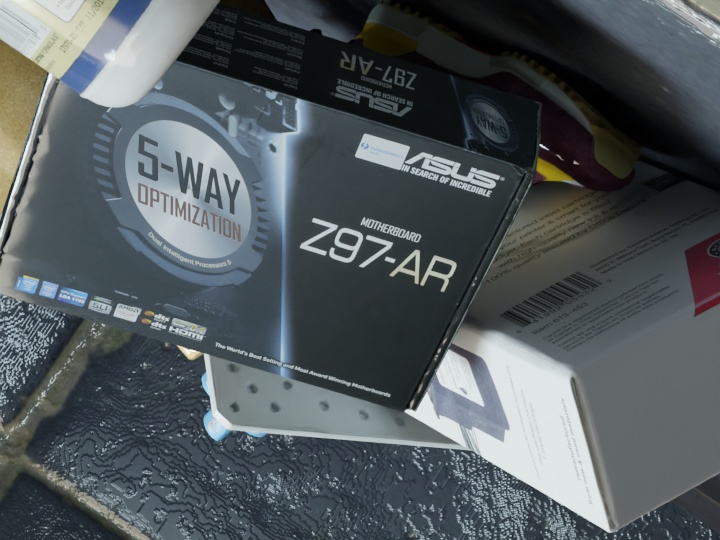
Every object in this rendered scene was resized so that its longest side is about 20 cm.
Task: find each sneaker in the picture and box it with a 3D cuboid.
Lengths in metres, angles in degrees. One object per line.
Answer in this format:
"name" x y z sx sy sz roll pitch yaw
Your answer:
"sneaker" 0.049 -0.057 1.307 0.075 0.090 0.200 37 176 -36

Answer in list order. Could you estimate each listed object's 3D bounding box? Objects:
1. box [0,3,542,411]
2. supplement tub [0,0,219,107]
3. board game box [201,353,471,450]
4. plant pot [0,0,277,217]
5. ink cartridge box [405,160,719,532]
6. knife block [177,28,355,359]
"box" -0.043 -0.031 1.174 0.199 0.044 0.160 17 135 -9
"supplement tub" -0.128 -0.169 1.025 0.200 0.145 0.144 35 176 -10
"board game box" 0.000 0.000 1.397 0.199 0.201 0.026 7 148 -29
"plant pot" -0.101 -0.077 1.276 0.200 0.187 0.186 42 174 -14
"ink cartridge box" 0.107 0.024 1.276 0.200 0.144 0.085 27 139 57
"knife block" -0.030 -0.038 1.491 0.175 0.064 0.201 18 -129 -41
